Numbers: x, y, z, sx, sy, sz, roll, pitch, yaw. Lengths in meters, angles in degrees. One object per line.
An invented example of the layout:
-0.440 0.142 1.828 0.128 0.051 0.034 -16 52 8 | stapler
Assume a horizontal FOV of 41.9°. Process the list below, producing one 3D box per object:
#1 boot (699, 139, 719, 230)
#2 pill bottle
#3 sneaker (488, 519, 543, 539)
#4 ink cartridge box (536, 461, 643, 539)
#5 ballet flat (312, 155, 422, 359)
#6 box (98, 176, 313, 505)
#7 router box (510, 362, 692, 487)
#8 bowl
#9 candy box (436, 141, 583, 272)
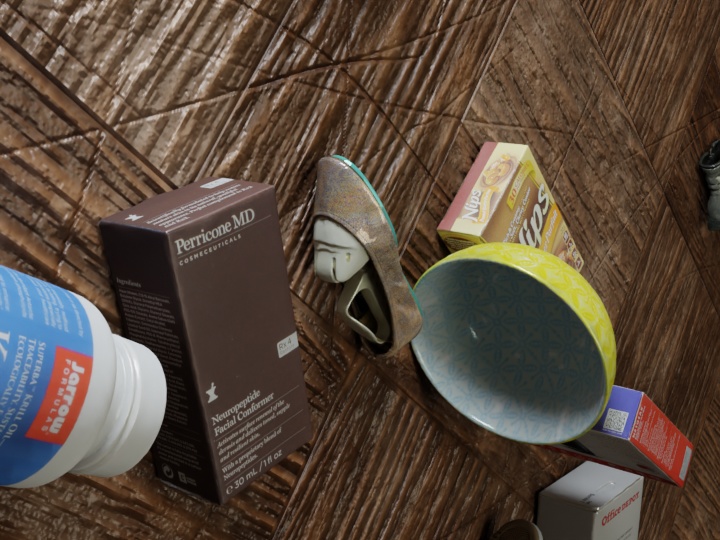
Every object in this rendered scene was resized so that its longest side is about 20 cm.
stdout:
0.605 -0.156 1.511 0.200 0.068 0.131 -35 119 -44 | boot
-0.199 0.052 0.488 0.200 0.112 0.113 28 76 -51 | pill bottle
0.175 0.383 1.077 0.108 0.070 0.201 22 87 -47 | sneaker
0.291 0.365 1.210 0.145 0.084 0.201 -13 109 -50 | ink cartridge box
0.000 0.000 0.771 0.067 0.068 0.200 -47 131 -25 | ballet flat
-0.100 0.046 0.648 0.100 0.075 0.201 -31 120 -44 | box
0.221 0.155 0.979 0.179 0.200 0.049 38 69 -48 | router box
0.154 0.050 0.872 0.108 0.200 0.201 -41 128 -42 | bowl
0.161 -0.024 0.977 0.116 0.055 0.200 -60 138 -22 | candy box
